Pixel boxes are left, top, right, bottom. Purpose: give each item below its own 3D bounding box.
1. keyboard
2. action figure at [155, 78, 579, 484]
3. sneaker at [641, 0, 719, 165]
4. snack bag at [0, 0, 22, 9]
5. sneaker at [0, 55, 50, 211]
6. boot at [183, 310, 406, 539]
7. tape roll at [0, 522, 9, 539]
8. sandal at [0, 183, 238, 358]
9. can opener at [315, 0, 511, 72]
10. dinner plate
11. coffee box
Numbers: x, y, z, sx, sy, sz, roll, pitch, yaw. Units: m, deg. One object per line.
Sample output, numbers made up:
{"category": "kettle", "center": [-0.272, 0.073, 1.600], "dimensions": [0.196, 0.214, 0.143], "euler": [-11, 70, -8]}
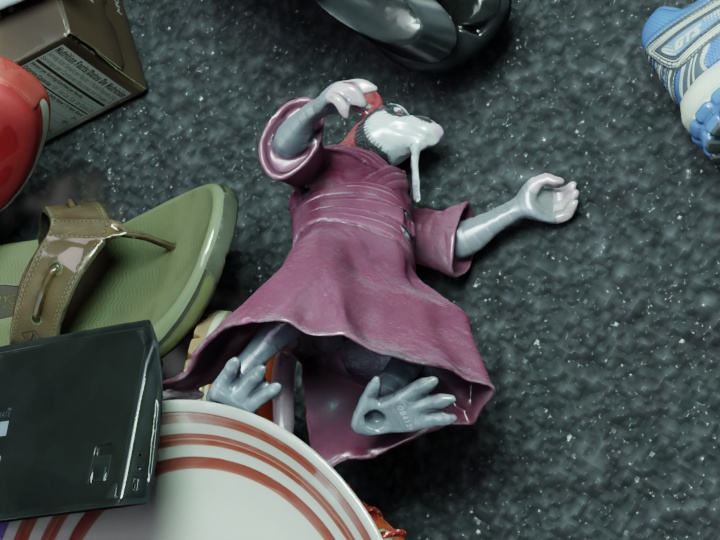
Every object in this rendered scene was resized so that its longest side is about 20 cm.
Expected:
{"category": "keyboard", "center": [-0.152, 0.092, 0.867], "dimensions": [0.199, 0.021, 0.128], "euler": [-12, 61, 43]}
{"category": "action figure", "center": [0.000, 0.000, 0.910], "dimensions": [0.149, 0.134, 0.201], "euler": [-43, 25, 31]}
{"category": "sneaker", "center": [0.194, -0.140, 0.880], "dimensions": [0.200, 0.077, 0.085], "euler": [-43, 59, 7]}
{"category": "snack bag", "center": [-0.250, -0.183, 0.957], "dimensions": [0.187, 0.201, 0.021], "euler": [-19, 24, 19]}
{"category": "sneaker", "center": [-0.207, -0.003, 0.973], "dimensions": [0.200, 0.078, 0.116], "euler": [-48, 26, 39]}
{"category": "boot", "center": [-0.025, 0.108, 0.916], "dimensions": [0.106, 0.075, 0.202], "euler": [-8, 66, 3]}
{"category": "tape roll", "center": [-0.200, 0.172, 0.959], "dimensions": [0.199, 0.085, 0.202], "euler": [-7, 72, 23]}
{"category": "sandal", "center": [-0.137, 0.005, 0.972], "dimensions": [0.200, 0.057, 0.080], "euler": [-13, 54, 34]}
{"category": "can opener", "center": [-0.008, -0.153, 0.982], "dimensions": [0.064, 0.078, 0.200], "euler": [-53, 52, 7]}
{"category": "dinner plate", "center": [-0.062, 0.150, 0.837], "dimensions": [0.199, 0.024, 0.202], "euler": [1, 93, 30]}
{"category": "coffee box", "center": [-0.217, -0.105, 1.049], "dimensions": [0.199, 0.080, 0.114], "euler": [-26, 66, 15]}
